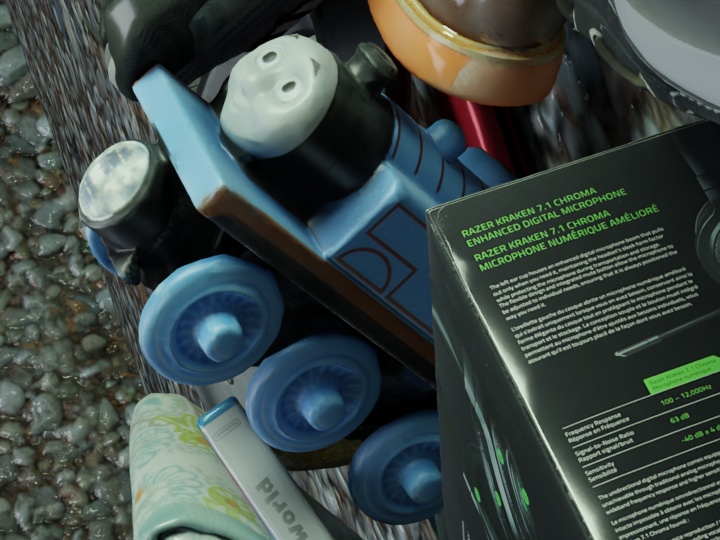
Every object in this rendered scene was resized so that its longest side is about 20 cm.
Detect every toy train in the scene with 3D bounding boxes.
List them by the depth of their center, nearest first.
[{"bbox_3d":[0.000,0.000,0.753,0.200,0.114,0.087,39,-168,-41],"label":"toy train"}]

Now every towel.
[{"bbox_3d":[-0.018,0.142,0.988,0.200,0.048,0.171,41,-177,-14],"label":"towel"}]

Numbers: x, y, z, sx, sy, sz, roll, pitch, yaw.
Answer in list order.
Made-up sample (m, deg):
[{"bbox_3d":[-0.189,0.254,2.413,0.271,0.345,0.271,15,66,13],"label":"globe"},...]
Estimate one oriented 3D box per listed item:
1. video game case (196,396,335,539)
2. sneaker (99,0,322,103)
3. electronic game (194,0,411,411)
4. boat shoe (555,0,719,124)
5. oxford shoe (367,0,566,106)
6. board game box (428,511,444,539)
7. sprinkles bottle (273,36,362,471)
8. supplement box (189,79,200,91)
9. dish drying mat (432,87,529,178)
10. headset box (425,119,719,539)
[{"bbox_3d":[0.012,0.138,0.806,0.200,0.018,0.143,54,175,11],"label":"video game case"},{"bbox_3d":[-0.072,-0.126,0.794,0.116,0.075,0.200,52,-166,-1],"label":"sneaker"},{"bbox_3d":[-0.030,-0.036,0.934,0.200,0.041,0.201,-39,45,55],"label":"electronic game"},{"bbox_3d":[0.084,-0.065,0.531,0.200,0.068,0.057,-117,4,-63],"label":"boat shoe"},{"bbox_3d":[0.021,-0.136,0.756,0.200,0.071,0.073,58,141,44],"label":"oxford shoe"},{"bbox_3d":[0.059,0.098,0.928,0.200,0.041,0.200,76,171,-47],"label":"board game box"},{"bbox_3d":[-0.028,-0.016,1.033,0.068,0.068,0.201,98,167,-67],"label":"sprinkles bottle"},{"bbox_3d":[-0.086,-0.168,1.186,0.126,0.073,0.200,-119,15,-45],"label":"supplement box"},{"bbox_3d":[0.046,-0.047,0.866,0.077,0.018,0.201,-173,63,-83],"label":"dish drying mat"},{"bbox_3d":[0.091,0.084,0.646,0.174,0.092,0.200,84,164,-51],"label":"headset box"}]
